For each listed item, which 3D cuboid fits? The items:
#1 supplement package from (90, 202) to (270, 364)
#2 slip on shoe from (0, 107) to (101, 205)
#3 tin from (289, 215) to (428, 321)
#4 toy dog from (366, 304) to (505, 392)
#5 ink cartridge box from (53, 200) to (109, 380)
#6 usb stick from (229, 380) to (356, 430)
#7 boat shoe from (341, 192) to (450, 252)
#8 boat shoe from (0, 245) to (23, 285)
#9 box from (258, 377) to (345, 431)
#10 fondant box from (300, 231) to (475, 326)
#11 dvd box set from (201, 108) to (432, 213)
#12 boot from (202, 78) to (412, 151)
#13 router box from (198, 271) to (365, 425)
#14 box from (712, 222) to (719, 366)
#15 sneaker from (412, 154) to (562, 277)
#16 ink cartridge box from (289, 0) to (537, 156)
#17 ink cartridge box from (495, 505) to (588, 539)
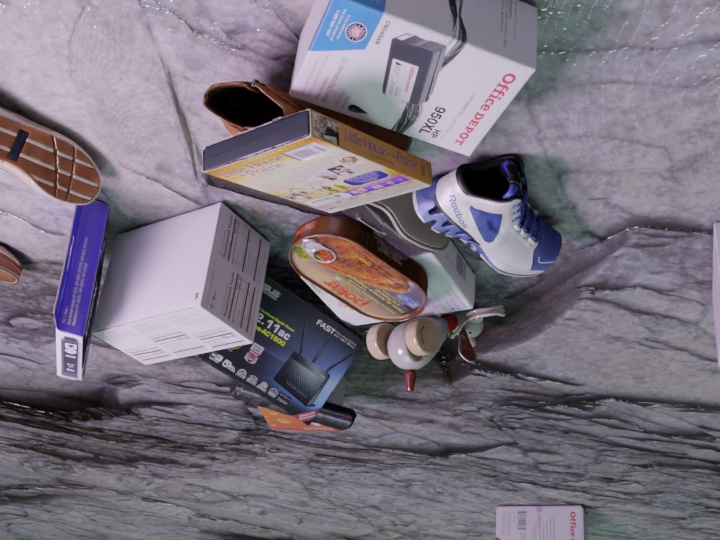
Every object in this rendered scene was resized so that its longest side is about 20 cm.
[{"bbox_3d":[-0.240,0.021,1.225,0.198,0.157,0.111,-13,145,30],"label":"supplement package"},{"bbox_3d":[-0.404,-0.144,1.094,0.199,0.077,0.060,25,-175,-40],"label":"slip on shoe"},{"bbox_3d":[0.000,0.000,1.148,0.199,0.042,0.112,34,135,-30],"label":"tin"},{"bbox_3d":[0.107,0.110,1.270,0.198,0.098,0.132,-8,178,-24],"label":"toy dog"},{"bbox_3d":[-0.369,0.015,1.205,0.043,0.200,0.200,8,150,-12],"label":"ink cartridge box"},{"bbox_3d":[-0.102,0.205,1.394,0.198,0.033,0.055,19,153,-18],"label":"usb stick"},{"bbox_3d":[0.022,-0.083,1.098,0.199,0.067,0.057,31,162,-24],"label":"boat shoe"},{"bbox_3d":[-0.598,-0.017,1.321,0.198,0.075,0.076,23,146,-23],"label":"boat shoe"},{"bbox_3d":[-0.105,0.178,1.489,0.123,0.098,0.201,0,148,12],"label":"box"},{"bbox_3d":[0.039,0.008,1.237,0.198,0.059,0.144,-11,144,26],"label":"fondant box"},{"bbox_3d":[-0.040,-0.105,0.924,0.145,0.030,0.199,-13,164,37],"label":"dvd box set"},{"bbox_3d":[-0.052,-0.155,0.930,0.198,0.078,0.155,14,-179,12],"label":"boot"},{"bbox_3d":[-0.113,0.107,1.309,0.199,0.151,0.062,34,-179,-19],"label":"router box"},{"bbox_3d":[0.507,0.031,1.133,0.123,0.098,0.201,-4,146,18],"label":"box"},{"bbox_3d":[0.171,-0.067,1.065,0.198,0.081,0.115,24,147,-22],"label":"sneaker"},{"bbox_3d":[0.049,-0.207,0.864,0.198,0.085,0.145,16,148,-14],"label":"ink cartridge box"},{"bbox_3d":[0.408,0.610,2.037,0.198,0.147,0.083,-6,147,22],"label":"ink cartridge box"}]
